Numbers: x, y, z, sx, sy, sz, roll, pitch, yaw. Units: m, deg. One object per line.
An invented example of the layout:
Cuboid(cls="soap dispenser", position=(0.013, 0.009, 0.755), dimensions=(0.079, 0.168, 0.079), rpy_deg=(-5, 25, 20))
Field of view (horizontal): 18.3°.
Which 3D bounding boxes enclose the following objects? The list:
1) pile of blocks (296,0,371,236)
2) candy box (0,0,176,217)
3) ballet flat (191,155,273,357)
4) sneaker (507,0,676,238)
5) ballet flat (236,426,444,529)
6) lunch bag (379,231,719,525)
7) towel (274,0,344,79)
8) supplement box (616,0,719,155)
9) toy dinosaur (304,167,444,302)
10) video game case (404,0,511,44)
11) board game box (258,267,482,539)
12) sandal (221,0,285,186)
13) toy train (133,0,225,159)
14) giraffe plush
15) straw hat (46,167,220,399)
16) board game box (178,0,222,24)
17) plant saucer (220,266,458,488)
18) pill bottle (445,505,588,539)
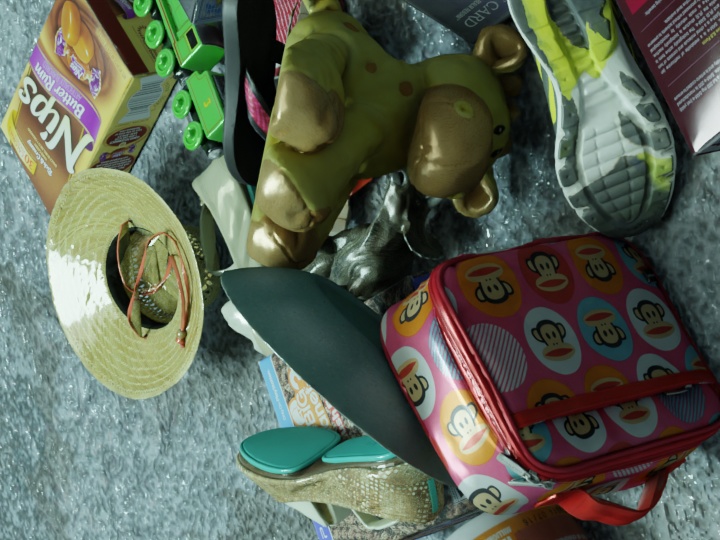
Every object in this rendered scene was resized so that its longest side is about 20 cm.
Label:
Cuboid(cls="pile of blocks", position=(-0.017, -0.102, 1.602), dimensions=(0.062, 0.082, 0.201), rpy_deg=(9, 133, 6))
Cuboid(cls="candy box", position=(-0.227, -0.143, 1.861), dimensions=(0.117, 0.056, 0.200), rpy_deg=(58, 141, 23))
Cuboid(cls="ballet flat", position=(-0.082, 0.005, 1.701), dimensions=(0.069, 0.069, 0.201), rpy_deg=(-39, 64, 51))
Cuboid(cls="sneaker", position=(0.146, -0.119, 1.375), dimensions=(0.074, 0.085, 0.201), rpy_deg=(-14, 110, 12))
Cuboid(cls="ballet flat", position=(-0.015, 0.144, 1.501), dimensions=(0.200, 0.070, 0.066), rpy_deg=(-1, 114, 56))
Cuboid(cls="lunch bag", position=(0.122, 0.072, 1.343), dimensions=(0.082, 0.199, 0.177), rpy_deg=(-43, 67, 42))
Cuboid(cls="towel", position=(-0.073, -0.244, 1.655), dimensions=(0.144, 0.023, 0.201), rpy_deg=(-10, 93, 54))
Cuboid(cls="supplement box", position=(0.198, -0.181, 1.284), dimensions=(0.109, 0.061, 0.201), rpy_deg=(-42, 66, 51))
Cuboid(cls="toy dinosaur", position=(0.000, 0.000, 1.579), dimensions=(0.200, 0.102, 0.077), rpy_deg=(122, 135, -61))
Cuboid(cls="video game case", position=(0.032, -0.227, 1.405), dimensions=(0.143, 0.199, 0.019), rpy_deg=(-33, 34, 52))
Cuboid(cls="board game box", position=(0.040, 0.098, 1.548), dimensions=(0.200, 0.097, 0.160), rpy_deg=(-32, 75, 52))
Cuboid(cls="sandal", position=(-0.068, -0.133, 1.616), dimensions=(0.045, 0.075, 0.201), rpy_deg=(15, 139, 15))
Cuboid(cls="toy train", position=(-0.133, -0.175, 1.720), dimensions=(0.056, 0.042, 0.201), rpy_deg=(-43, 56, 34))
Cuboid(cls="giraffe plush", position=(0.023, -0.093, 1.451), dimensions=(0.173, 0.161, 0.201), rpy_deg=(105, 175, -51))
Cuboid(cls="straw hat", position=(-0.159, 0.003, 1.791), dimensions=(0.201, 0.085, 0.202), rpy_deg=(18, 116, 43))
Cuboid(cls="board game box", position=(-0.107, -0.290, 1.593), dimensions=(0.200, 0.061, 0.201), rpy_deg=(-30, 78, 53))
Cuboid(cls="plant saucer", position=(0.002, 0.053, 1.379), dimensions=(0.039, 0.201, 0.201), rpy_deg=(-49, 55, 7))
Cuboid(cls="pill bottle", position=(0.133, 0.255, 1.461), dimensions=(0.200, 0.112, 0.112), rpy_deg=(58, 140, 23))
